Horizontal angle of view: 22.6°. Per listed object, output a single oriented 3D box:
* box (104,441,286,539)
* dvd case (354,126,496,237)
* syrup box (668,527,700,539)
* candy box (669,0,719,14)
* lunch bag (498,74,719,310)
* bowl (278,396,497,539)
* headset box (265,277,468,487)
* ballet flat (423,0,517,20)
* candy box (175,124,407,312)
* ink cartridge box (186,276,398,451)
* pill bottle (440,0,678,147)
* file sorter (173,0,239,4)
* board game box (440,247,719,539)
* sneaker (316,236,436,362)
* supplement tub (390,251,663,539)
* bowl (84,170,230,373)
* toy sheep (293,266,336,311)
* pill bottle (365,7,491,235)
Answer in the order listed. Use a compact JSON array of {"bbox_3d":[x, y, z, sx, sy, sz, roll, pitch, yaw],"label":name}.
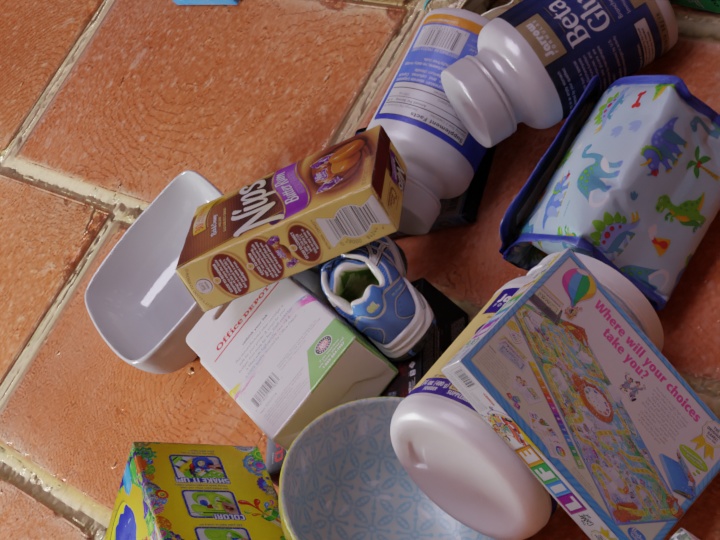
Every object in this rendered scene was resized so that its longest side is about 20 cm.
[{"bbox_3d":[-0.141,0.284,1.540,0.193,0.122,0.200,-120,42,-52],"label":"box"},{"bbox_3d":[0.052,-0.097,1.804,0.200,0.018,0.143,-10,53,44],"label":"dvd case"},{"bbox_3d":[0.261,0.272,1.215,0.079,0.081,0.200,-49,37,7],"label":"syrup box"},{"bbox_3d":[0.336,-0.323,1.639,0.169,0.077,0.200,-55,35,-6],"label":"candy box"},{"bbox_3d":[0.209,-0.071,1.534,0.170,0.127,0.200,-57,19,-8],"label":"lunch bag"},{"bbox_3d":[0.025,0.214,1.478,0.108,0.200,0.200,103,169,-48],"label":"bowl"},{"bbox_3d":[-0.001,0.116,1.634,0.200,0.077,0.149,-24,44,30],"label":"headset box"},{"bbox_3d":[0.154,-0.305,1.847,0.200,0.070,0.065,-43,64,16],"label":"ballet flat"},{"bbox_3d":[-0.061,-0.046,1.612,0.200,0.056,0.117,-24,26,18],"label":"candy box"},{"bbox_3d":[-0.066,0.076,1.615,0.117,0.067,0.200,-51,38,2],"label":"ink cartridge box"},{"bbox_3d":[0.176,-0.197,1.630,0.200,0.111,0.111,-34,36,-8],"label":"pill bottle"},{"bbox_3d":[-0.188,-0.451,2.274,0.139,0.123,0.200,10,68,51],"label":"file sorter"},{"bbox_3d":[0.172,0.101,1.330,0.134,0.200,0.034,-43,4,-27],"label":"board game box"},{"bbox_3d":[0.000,0.000,1.604,0.076,0.077,0.200,-47,36,4],"label":"sneaker"},{"bbox_3d":[0.134,0.095,1.417,0.145,0.145,0.200,6,45,49],"label":"supplement tub"},{"bbox_3d":[-0.190,0.011,1.928,0.200,0.075,0.200,-49,36,3],"label":"bowl"},{"bbox_3d":[-0.059,-0.008,1.754,0.138,0.138,0.200,-16,40,39],"label":"toy sheep"},{"bbox_3d":[0.070,-0.138,1.709,0.112,0.112,0.200,8,67,50],"label":"pill bottle"}]
